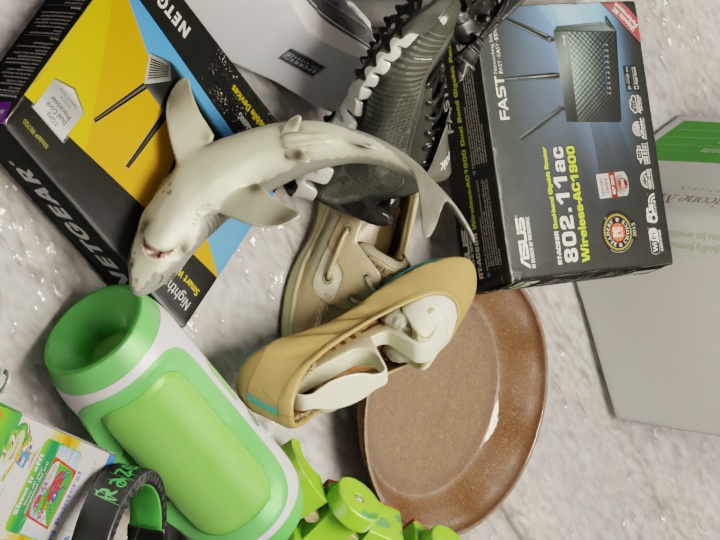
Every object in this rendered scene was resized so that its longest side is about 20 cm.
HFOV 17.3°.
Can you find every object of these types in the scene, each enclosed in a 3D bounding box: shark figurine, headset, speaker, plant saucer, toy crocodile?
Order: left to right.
[{"bbox_3d":[-0.166,0.216,1.459,0.123,0.093,0.202,-42,138,-70],"label":"headset"},{"bbox_3d":[-0.116,0.101,1.505,0.089,0.088,0.200,-55,130,-23],"label":"speaker"},{"bbox_3d":[-0.042,-0.056,1.469,0.090,0.213,0.129,80,0,-73],"label":"shark figurine"},{"bbox_3d":[0.012,0.186,1.633,0.199,0.068,0.062,31,29,-23],"label":"toy crocodile"},{"bbox_3d":[0.060,0.091,1.705,0.200,0.037,0.202,-13,109,-44],"label":"plant saucer"}]

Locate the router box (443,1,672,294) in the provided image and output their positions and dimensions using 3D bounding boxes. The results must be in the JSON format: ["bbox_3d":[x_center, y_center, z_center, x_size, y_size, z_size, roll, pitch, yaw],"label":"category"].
[{"bbox_3d":[0.136,-0.090,1.690,0.149,0.062,0.202,-7,86,-32],"label":"router box"}]

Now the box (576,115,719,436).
[{"bbox_3d":[0.292,0.005,1.811,0.171,0.198,0.201,-36,118,-34],"label":"box"}]

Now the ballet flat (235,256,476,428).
[{"bbox_3d":[0.012,0.053,1.566,0.199,0.063,0.069,-27,131,-27],"label":"ballet flat"}]

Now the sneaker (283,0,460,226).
[{"bbox_3d":[0.030,-0.101,1.527,0.090,0.200,0.067,30,41,-5],"label":"sneaker"}]

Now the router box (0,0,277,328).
[{"bbox_3d":[-0.138,-0.084,1.474,0.150,0.051,0.200,-57,132,-22],"label":"router box"}]

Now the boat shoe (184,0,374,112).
[{"bbox_3d":[-0.052,-0.172,1.539,0.200,0.072,0.068,27,41,-44],"label":"boat shoe"}]

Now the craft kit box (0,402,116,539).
[{"bbox_3d":[-0.230,0.175,1.360,0.201,0.048,0.198,-66,165,-7],"label":"craft kit box"}]

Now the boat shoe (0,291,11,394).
[{"bbox_3d":[-0.250,0.092,1.383,0.065,0.074,0.203,15,90,-51],"label":"boat shoe"}]

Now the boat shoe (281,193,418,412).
[{"bbox_3d":[0.000,0.000,1.616,0.072,0.065,0.201,17,84,-44],"label":"boat shoe"}]

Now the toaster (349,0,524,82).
[{"bbox_3d":[0.057,-0.260,1.593,0.200,0.118,0.182,-45,124,-31],"label":"toaster"}]
